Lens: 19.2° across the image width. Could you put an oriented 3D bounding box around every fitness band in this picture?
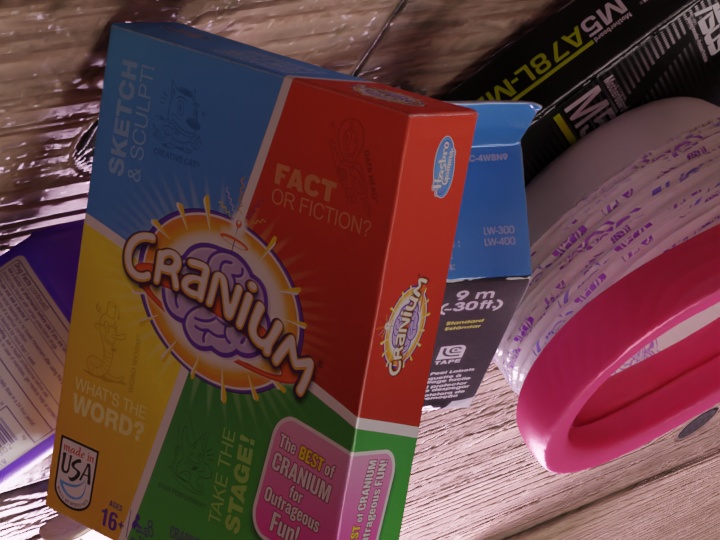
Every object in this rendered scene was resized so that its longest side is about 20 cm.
[{"bbox_3d":[0.157,0.028,1.003,0.200,0.037,0.144,-27,157,-23],"label":"fitness band"}]

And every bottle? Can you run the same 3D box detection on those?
[{"bbox_3d":[-0.126,0.024,0.901,0.200,0.084,0.065,-35,-179,-3],"label":"bottle"}]

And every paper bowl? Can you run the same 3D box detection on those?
[{"bbox_3d":[0.150,-0.011,1.098,0.201,0.104,0.201,-29,159,-12],"label":"paper bowl"}]

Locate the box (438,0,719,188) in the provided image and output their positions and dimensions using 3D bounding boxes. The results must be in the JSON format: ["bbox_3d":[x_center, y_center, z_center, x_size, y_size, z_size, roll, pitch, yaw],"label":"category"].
[{"bbox_3d":[0.116,-0.076,1.116,0.193,0.048,0.200,-34,159,5],"label":"box"}]

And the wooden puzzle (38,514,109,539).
[{"bbox_3d":[-0.096,0.121,1.237,0.185,0.037,0.200,-32,164,-11],"label":"wooden puzzle"}]

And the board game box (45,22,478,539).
[{"bbox_3d":[-0.043,0.019,0.806,0.040,0.153,0.200,-7,111,-50],"label":"board game box"}]

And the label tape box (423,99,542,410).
[{"bbox_3d":[0.000,0.000,1.005,0.143,0.066,0.200,-3,152,-14],"label":"label tape box"}]
